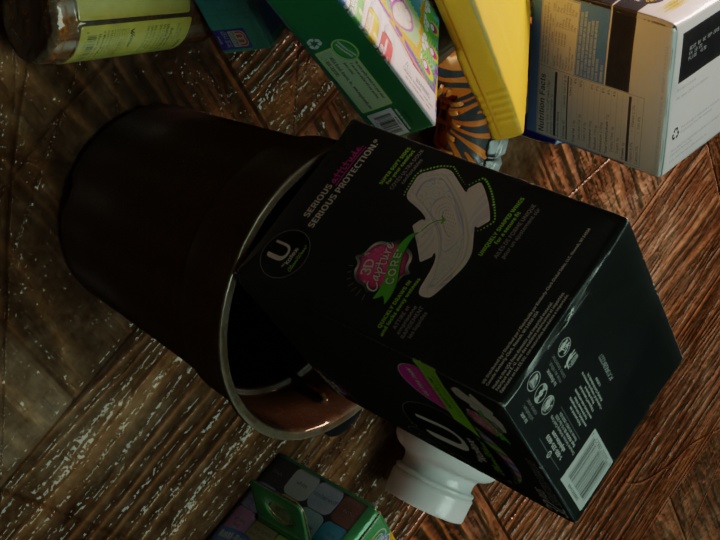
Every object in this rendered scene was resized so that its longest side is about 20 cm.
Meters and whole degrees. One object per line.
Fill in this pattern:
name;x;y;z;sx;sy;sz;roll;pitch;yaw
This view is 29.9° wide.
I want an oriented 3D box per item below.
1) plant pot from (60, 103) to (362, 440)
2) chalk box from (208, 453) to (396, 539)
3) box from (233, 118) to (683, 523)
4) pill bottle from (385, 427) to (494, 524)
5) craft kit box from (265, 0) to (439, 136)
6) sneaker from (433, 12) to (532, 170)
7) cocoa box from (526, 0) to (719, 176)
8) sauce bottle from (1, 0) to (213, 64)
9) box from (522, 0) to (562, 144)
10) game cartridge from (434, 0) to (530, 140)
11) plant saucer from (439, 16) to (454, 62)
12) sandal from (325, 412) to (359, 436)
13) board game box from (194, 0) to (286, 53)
plant pot;-0.084;-0.016;0.913;0.200;0.198;0.201;-25;127;-40
chalk box;-0.047;0.255;1.165;0.124;0.125;0.200;-49;138;-21
box;0.058;0.026;0.779;0.124;0.200;0.149;-52;141;-16
pill bottle;0.101;0.134;1.289;0.111;0.111;0.201;26;88;-53
craft kit box;-0.011;-0.216;0.836;0.200;0.048;0.198;46;35;-46
sneaker;0.074;-0.142;1.153;0.112;0.078;0.201;8;117;-31
cocoa box;0.243;-0.188;1.095;0.200;0.131;0.134;-34;135;-38
sauce bottle;-0.135;-0.173;0.879;0.200;0.066;0.066;-15;120;-46
box;0.204;-0.228;1.226;0.184;0.105;0.201;-13;117;-47
game cartridge;0.077;-0.221;0.946;0.177;0.032;0.200;-80;153;-44
plant saucer;0.029;-0.245;1.020;0.199;0.029;0.201;-7;104;-31
sandal;-0.033;0.071;1.149;0.076;0.043;0.200;-51;140;-20
board game box;-0.081;-0.264;0.855;0.152;0.045;0.200;-59;135;-34
